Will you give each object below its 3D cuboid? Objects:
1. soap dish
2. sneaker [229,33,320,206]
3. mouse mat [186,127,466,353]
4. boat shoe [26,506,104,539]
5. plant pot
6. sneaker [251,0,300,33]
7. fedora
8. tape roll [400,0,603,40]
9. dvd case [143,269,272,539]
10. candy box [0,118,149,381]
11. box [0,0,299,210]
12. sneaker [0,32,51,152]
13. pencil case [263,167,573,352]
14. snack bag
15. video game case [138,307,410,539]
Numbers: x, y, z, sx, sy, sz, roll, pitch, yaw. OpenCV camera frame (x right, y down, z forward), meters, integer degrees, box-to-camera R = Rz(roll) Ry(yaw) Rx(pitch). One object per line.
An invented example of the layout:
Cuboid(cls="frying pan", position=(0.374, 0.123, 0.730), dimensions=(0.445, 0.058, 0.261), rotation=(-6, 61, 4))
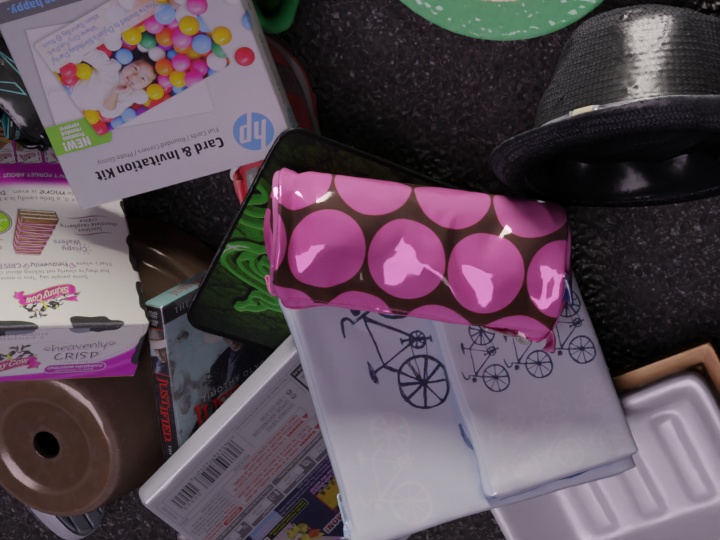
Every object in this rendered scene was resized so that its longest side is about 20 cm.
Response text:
Cuboid(cls="soap dish", position=(0.187, 0.141, 1.259), dimensions=(0.199, 0.081, 0.158), rotation=(-24, 103, 28))
Cuboid(cls="sneaker", position=(-0.060, -0.081, 1.251), dimensions=(0.073, 0.087, 0.201), rotation=(-25, 102, 27))
Cuboid(cls="mouse mat", position=(0.000, 0.000, 1.241), dimensions=(0.198, 0.008, 0.162), rotation=(19, 114, -24))
Cuboid(cls="boat shoe", position=(-0.271, 0.123, 1.444), dimensions=(0.067, 0.073, 0.201), rotation=(-25, 93, 44))
Cuboid(cls="plant pot", position=(-0.186, 0.084, 1.324), dimensions=(0.198, 0.175, 0.202), rotation=(8, 114, 17))
Cuboid(cls="sneaker", position=(-0.040, -0.238, 1.160), dimensions=(0.073, 0.084, 0.201), rotation=(-8, 135, -22))
Cuboid(cls="fedora", position=(0.174, -0.104, 1.135), dimensions=(0.199, 0.200, 0.093), rotation=(-5, 75, 23))
Cuboid(cls="tape roll", position=(0.088, -0.246, 1.143), dimensions=(0.198, 0.048, 0.202), rotation=(8, 115, 18))
Cuboid(cls="dvd case", position=(-0.087, 0.090, 1.308), dimensions=(0.022, 0.146, 0.202), rotation=(12, 117, 37))
Cuboid(cls="candy box", position=(-0.229, -0.021, 1.255), dimensions=(0.135, 0.201, 0.061), rotation=(-1, 140, -21))
Cuboid(cls="box", position=(-0.143, -0.150, 1.168), dimensions=(0.154, 0.041, 0.201), rotation=(-14, 120, 11))
Cuboid(cls="sneaker", position=(-0.201, -0.113, 1.270), dimensions=(0.198, 0.080, 0.075), rotation=(21, 162, -8))
Cuboid(cls="pencil case", position=(0.036, -0.007, 1.163), dimensions=(0.198, 0.091, 0.095), rotation=(8, 93, 0))
Cuboid(cls="snack bag", position=(0.059, 0.066, 1.197), dimensions=(0.198, 0.021, 0.190), rotation=(-16, 73, -5))
Cuboid(cls="video game case", position=(-0.025, 0.136, 1.283), dimensions=(0.200, 0.023, 0.182), rotation=(-45, 121, 3))
